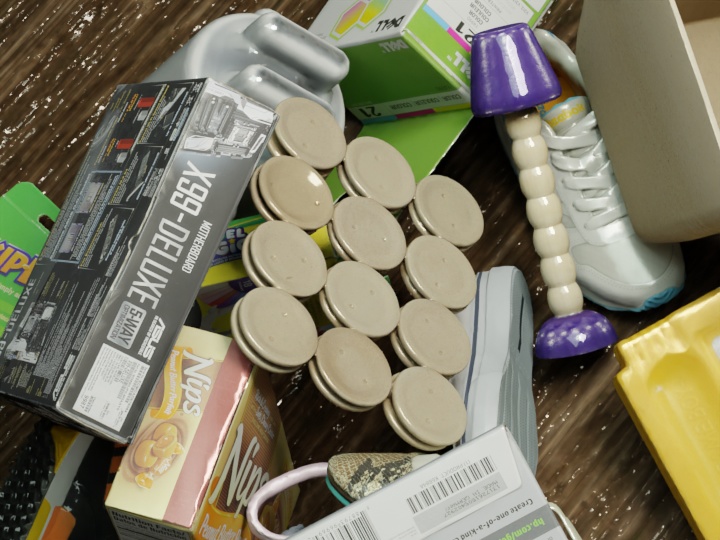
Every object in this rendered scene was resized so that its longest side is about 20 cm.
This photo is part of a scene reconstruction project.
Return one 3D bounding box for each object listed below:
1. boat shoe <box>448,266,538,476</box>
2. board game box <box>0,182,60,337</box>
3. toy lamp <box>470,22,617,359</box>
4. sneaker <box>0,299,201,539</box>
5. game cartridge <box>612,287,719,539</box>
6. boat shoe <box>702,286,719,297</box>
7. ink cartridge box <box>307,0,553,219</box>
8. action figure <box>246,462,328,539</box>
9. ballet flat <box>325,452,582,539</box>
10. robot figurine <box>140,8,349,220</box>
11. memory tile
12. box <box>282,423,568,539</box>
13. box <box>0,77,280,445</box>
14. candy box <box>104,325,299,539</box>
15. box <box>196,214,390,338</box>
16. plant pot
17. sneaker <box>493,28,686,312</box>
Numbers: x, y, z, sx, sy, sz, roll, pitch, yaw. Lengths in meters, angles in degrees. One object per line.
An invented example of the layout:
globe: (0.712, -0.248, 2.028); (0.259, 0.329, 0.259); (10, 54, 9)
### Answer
boat shoe: (0.065, 0.076, 1.568); (0.067, 0.074, 0.200); (-14, 30, 16)
board game box: (-0.256, 0.036, 1.677); (0.200, 0.030, 0.096); (-43, 65, -12)
toy lamp: (0.106, -0.048, 1.585); (0.058, 0.058, 0.200); (-12, 97, 2)
sneaker: (-0.138, 0.101, 1.558); (0.200, 0.090, 0.070); (-57, 32, 10)
game cartridge: (0.267, 0.078, 1.534); (0.200, 0.032, 0.176); (-28, 85, -8)
boat shoe: (0.280, 0.016, 1.588); (0.200, 0.072, 0.069); (-26, 84, -15)
ink cartridge box: (0.014, -0.119, 1.649); (0.200, 0.076, 0.148); (-55, 23, -20)
action figure: (0.041, 0.203, 1.479); (0.134, 0.149, 0.200); (-29, 48, -15)
ballet flat: (0.076, 0.149, 1.454); (0.200, 0.068, 0.075); (41, 110, -1)
robot figurine: (-0.087, -0.084, 1.638); (0.113, 0.200, 0.170); (32, 55, -19)
memory tile: (0.000, 0.000, 1.498); (0.153, 0.017, 0.200); (28, 45, -21)
box: (0.056, 0.204, 1.403); (0.156, 0.041, 0.200); (-29, 86, 3)
box: (-0.133, -0.008, 1.476); (0.050, 0.158, 0.200); (27, 81, -22)
candy box: (-0.086, 0.129, 1.500); (0.055, 0.200, 0.116); (13, 64, 13)
box: (-0.081, 0.017, 1.609); (0.200, 0.117, 0.048); (-11, 61, 2)
plant pot: (0.236, -0.117, 1.555); (0.200, 0.177, 0.200); (-13, 78, -24)
sneaker: (0.136, -0.061, 1.640); (0.076, 0.081, 0.200); (-26, 62, -8)
